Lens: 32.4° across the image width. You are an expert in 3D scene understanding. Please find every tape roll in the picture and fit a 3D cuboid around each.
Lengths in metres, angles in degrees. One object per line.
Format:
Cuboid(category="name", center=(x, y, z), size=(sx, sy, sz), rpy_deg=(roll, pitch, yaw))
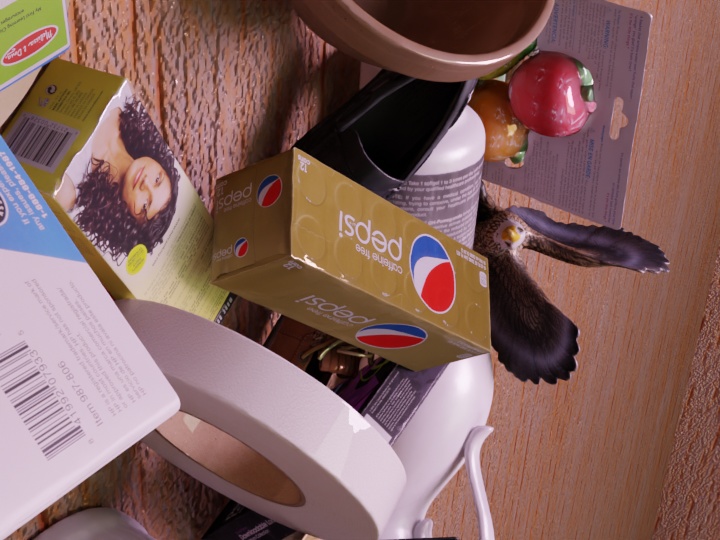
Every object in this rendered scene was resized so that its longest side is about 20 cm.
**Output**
Cuboid(category="tape roll", center=(-0.069, 0.089, 0.695), size=(0.037, 0.201, 0.203), rpy_deg=(-60, 154, -23))

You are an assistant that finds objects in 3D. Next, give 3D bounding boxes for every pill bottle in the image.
Cuboid(category="pill bottle", center=(0.035, -0.066, 0.920), size=(0.111, 0.110, 0.202), rpy_deg=(-41, 143, -49))

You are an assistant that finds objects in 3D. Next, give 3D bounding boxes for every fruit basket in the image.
Cuboid(category="fruit basket", center=(0.125, -0.143, 0.952), size=(0.094, 0.198, 0.187), rpy_deg=(-46, 146, -42))

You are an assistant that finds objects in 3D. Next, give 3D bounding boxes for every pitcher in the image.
Cuboid(category="pitcher", center=(0.061, 0.151, 1.066), size=(0.121, 0.170, 0.202), rpy_deg=(10, 99, -58))

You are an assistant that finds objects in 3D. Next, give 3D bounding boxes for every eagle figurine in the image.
Cuboid(category="eagle figurine", center=(0.141, -0.015, 1.071), size=(0.152, 0.200, 0.151), rpy_deg=(-50, 177, 34))

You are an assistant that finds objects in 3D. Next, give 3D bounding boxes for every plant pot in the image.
Cuboid(category="plant pot", center=(0.015, -0.194, 0.749), size=(0.093, 0.201, 0.201), rpy_deg=(-35, -165, 53))

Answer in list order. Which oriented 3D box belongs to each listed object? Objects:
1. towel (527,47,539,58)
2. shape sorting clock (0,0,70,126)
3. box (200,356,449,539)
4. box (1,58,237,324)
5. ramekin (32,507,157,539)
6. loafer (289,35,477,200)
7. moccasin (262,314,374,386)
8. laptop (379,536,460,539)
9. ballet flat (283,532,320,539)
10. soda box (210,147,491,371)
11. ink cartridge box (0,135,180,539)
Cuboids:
Cuboid(category="towel", center=(0.173, -0.205, 1.096), size=(0.193, 0.034, 0.201), rpy_deg=(55, 31, -38))
Cuboid(category="shape sorting clock", center=(-0.180, -0.119, 0.491), size=(0.200, 0.039, 0.201), rpy_deg=(-50, 152, -38))
Cuboid(category="box", center=(-0.027, 0.128, 0.885), size=(0.200, 0.036, 0.143), rpy_deg=(-41, -172, 50))
Cuboid(category="box", center=(-0.125, -0.022, 0.675), size=(0.076, 0.050, 0.200), rpy_deg=(-63, 156, -20))
Cuboid(category="ramekin", center=(-0.157, 0.257, 0.752), size=(0.201, 0.097, 0.202), rpy_deg=(-46, 146, -45))
Cuboid(category="loafer", center=(0.000, -0.075, 0.812), size=(0.201, 0.068, 0.071), rpy_deg=(-46, -164, 11))
Cuboid(category="moccasin", center=(-0.025, 0.055, 0.859), size=(0.202, 0.077, 0.074), rpy_deg=(-52, 158, -5))
Cuboid(category="laptop", center=(-0.038, 0.270, 0.757), size=(0.200, 0.115, 0.189), rpy_deg=(-45, 145, -46))
Cuboid(category="ballet flat", center=(-0.064, 0.210, 0.980), size=(0.200, 0.068, 0.063), rpy_deg=(-50, 123, -33))
Cuboid(category="soda box", center=(0.000, 0.000, 0.752), size=(0.199, 0.064, 0.069), rpy_deg=(26, 56, -46))
Cuboid(category="ink cartridge box", center=(-0.186, 0.049, 0.453), size=(0.084, 0.145, 0.200), rpy_deg=(-34, 180, 38))
